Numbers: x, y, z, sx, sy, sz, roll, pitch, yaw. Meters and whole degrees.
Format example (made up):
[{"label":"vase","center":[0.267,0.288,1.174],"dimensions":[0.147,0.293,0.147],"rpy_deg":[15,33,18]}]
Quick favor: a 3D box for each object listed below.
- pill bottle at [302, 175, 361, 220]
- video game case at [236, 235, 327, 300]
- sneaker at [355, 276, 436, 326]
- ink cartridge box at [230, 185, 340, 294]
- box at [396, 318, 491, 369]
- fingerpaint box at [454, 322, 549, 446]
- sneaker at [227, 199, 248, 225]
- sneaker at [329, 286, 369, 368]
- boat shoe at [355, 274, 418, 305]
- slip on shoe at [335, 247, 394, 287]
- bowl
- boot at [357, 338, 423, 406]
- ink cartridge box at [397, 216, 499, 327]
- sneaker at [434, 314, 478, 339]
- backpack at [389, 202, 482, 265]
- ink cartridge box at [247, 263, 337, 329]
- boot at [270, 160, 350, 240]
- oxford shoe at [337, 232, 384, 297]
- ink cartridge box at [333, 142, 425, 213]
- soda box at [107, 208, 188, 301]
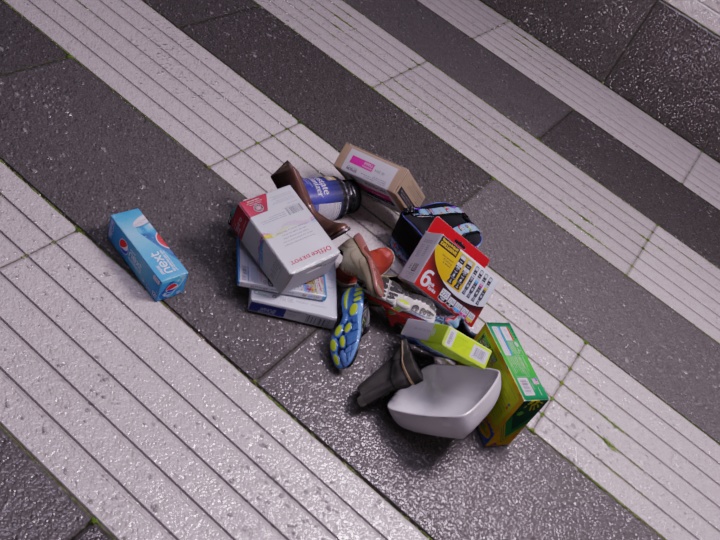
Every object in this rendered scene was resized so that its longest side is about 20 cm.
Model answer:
[{"label":"pill bottle","center":[-0.100,-0.174,1.866],"dimensions":[0.198,0.112,0.112],"rpy_deg":[-11,53,-37]},{"label":"video game case","center":[-0.173,-0.006,1.659],"dimensions":[0.197,0.018,0.144],"rpy_deg":[11,42,-19]},{"label":"sneaker","center":[0.071,0.082,1.701],"dimensions":[0.198,0.086,0.077],"rpy_deg":[28,35,12]},{"label":"ink cartridge box","center":[-0.163,-0.067,1.629],"dimensions":[0.145,0.083,0.201],"rpy_deg":[-24,70,-38]},{"label":"box","center":[0.174,0.153,1.608],"dimensions":[0.121,0.199,0.048],"rpy_deg":[30,80,-23]},{"label":"fingerpaint box","center":[0.293,0.241,1.611],"dimensions":[0.072,0.168,0.201],"rpy_deg":[4,45,-28]},{"label":"sneaker","center":[-0.216,-0.099,1.759],"dimensions":[0.199,0.079,0.072],"rpy_deg":[28,52,-35]},{"label":"sneaker","center":[-0.012,0.127,1.623],"dimensions":[0.083,0.070,0.201],"rpy_deg":[56,33,-38]},{"label":"boat shoe","center":[0.082,0.037,1.785],"dimensions":[0.198,0.063,0.074],"rpy_deg":[3,47,-26]},{"label":"slip on shoe","center":[0.016,-0.017,1.808],"dimensions":[0.199,0.062,0.074],"rpy_deg":[-22,58,-44]},{"label":"bowl","center":[0.176,0.270,1.534],"dimensions":[0.198,0.076,0.199],"rpy_deg":[-1,21,37]},{"label":"boot","center":[0.054,0.213,1.584],"dimensions":[0.078,0.137,0.200],"rpy_deg":[61,5,-1]},{"label":"ink cartridge box","center":[0.216,0.001,1.760],"dimensions":[0.199,0.177,0.084],"rpy_deg":[35,-7,-26]},{"label":"sneaker","center":[0.199,0.124,1.735],"dimensions":[0.199,0.096,0.079],"rpy_deg":[34,40,7]},{"label":"backpack","center":[0.198,-0.081,1.919],"dimensions":[0.198,0.135,0.183],"rpy_deg":[-18,57,-40]},{"label":"ink cartridge box","center":[-0.149,0.027,1.683],"dimensions":[0.197,0.041,0.202],"rpy_deg":[14,42,-15]},{"label":"boot","center":[-0.117,-0.156,1.693],"dimensions":[0.064,0.185,0.202],"rpy_deg":[-28,100,-38]},{"label":"oxford shoe","center":[0.000,0.000,1.684],"dimensions":[0.073,0.071,0.201],"rpy_deg":[-25,39,2]},{"label":"ink cartridge box","center":[0.049,-0.228,1.933],"dimensions":[0.199,0.076,0.165],"rpy_deg":[29,-6,28]},{"label":"soda box","center":[-0.441,-0.034,1.565],"dimensions":[0.067,0.064,0.200],"rpy_deg":[-21,61,-42]}]
